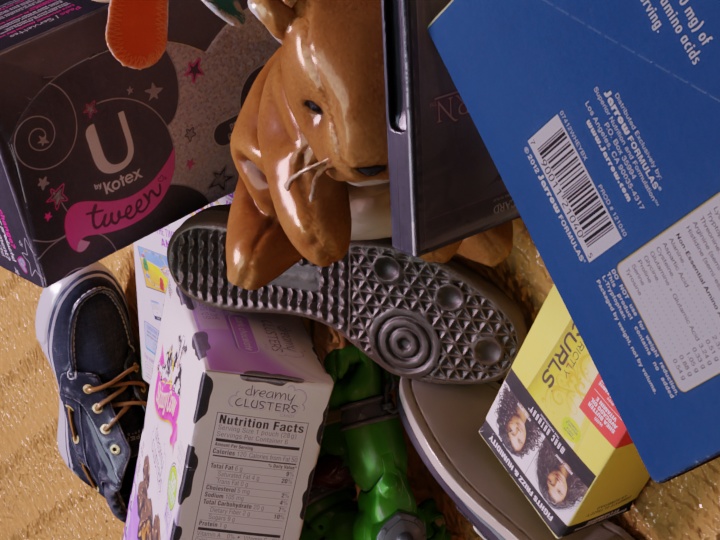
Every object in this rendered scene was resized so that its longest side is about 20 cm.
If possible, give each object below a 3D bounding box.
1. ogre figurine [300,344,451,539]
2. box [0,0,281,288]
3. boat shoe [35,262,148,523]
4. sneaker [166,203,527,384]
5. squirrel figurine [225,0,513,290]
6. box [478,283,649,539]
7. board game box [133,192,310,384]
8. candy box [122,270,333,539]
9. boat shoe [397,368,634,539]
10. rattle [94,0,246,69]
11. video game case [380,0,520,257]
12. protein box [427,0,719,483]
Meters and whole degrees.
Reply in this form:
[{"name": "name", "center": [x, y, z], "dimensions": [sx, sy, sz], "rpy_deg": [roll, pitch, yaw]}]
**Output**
[{"name": "ogre figurine", "center": [-0.008, 0.134, 1.004], "dimensions": [0.200, 0.098, 0.120], "rpy_deg": [-45, 56, 43]}, {"name": "box", "center": [-0.131, -0.097, 0.960], "dimensions": [0.115, 0.200, 0.132], "rpy_deg": [21, 132, 51]}, {"name": "boat shoe", "center": [-0.177, 0.089, 1.270], "dimensions": [0.091, 0.071, 0.201], "rpy_deg": [39, 143, 39]}, {"name": "sneaker", "center": [0.000, 0.000, 0.933], "dimensions": [0.200, 0.076, 0.071], "rpy_deg": [18, 114, 15]}, {"name": "squirrel figurine", "center": [0.000, -0.100, 0.800], "dimensions": [0.187, 0.141, 0.201], "rpy_deg": [72, -161, -74]}, {"name": "box", "center": [0.120, 0.035, 0.799], "dimensions": [0.075, 0.050, 0.200], "rpy_deg": [54, 144, 27]}, {"name": "board game box", "center": [-0.090, 0.007, 1.114], "dimensions": [0.153, 0.040, 0.201], "rpy_deg": [32, 131, 46]}, {"name": "candy box", "center": [-0.081, 0.116, 0.979], "dimensions": [0.168, 0.071, 0.201], "rpy_deg": [-120, 40, -68]}, {"name": "boat shoe", "center": [0.080, 0.130, 0.890], "dimensions": [0.200, 0.073, 0.063], "rpy_deg": [47, 138, 26]}, {"name": "rattle", "center": [-0.104, -0.197, 0.849], "dimensions": [0.200, 0.130, 0.143], "rpy_deg": [-74, -11, -65]}, {"name": "video game case", "center": [0.066, -0.119, 0.716], "dimensions": [0.019, 0.143, 0.201], "rpy_deg": [22, 123, 46]}, {"name": "protein box", "center": [0.159, -0.063, 0.610], "dimensions": [0.199, 0.135, 0.200], "rpy_deg": [64, 147, 11]}]
